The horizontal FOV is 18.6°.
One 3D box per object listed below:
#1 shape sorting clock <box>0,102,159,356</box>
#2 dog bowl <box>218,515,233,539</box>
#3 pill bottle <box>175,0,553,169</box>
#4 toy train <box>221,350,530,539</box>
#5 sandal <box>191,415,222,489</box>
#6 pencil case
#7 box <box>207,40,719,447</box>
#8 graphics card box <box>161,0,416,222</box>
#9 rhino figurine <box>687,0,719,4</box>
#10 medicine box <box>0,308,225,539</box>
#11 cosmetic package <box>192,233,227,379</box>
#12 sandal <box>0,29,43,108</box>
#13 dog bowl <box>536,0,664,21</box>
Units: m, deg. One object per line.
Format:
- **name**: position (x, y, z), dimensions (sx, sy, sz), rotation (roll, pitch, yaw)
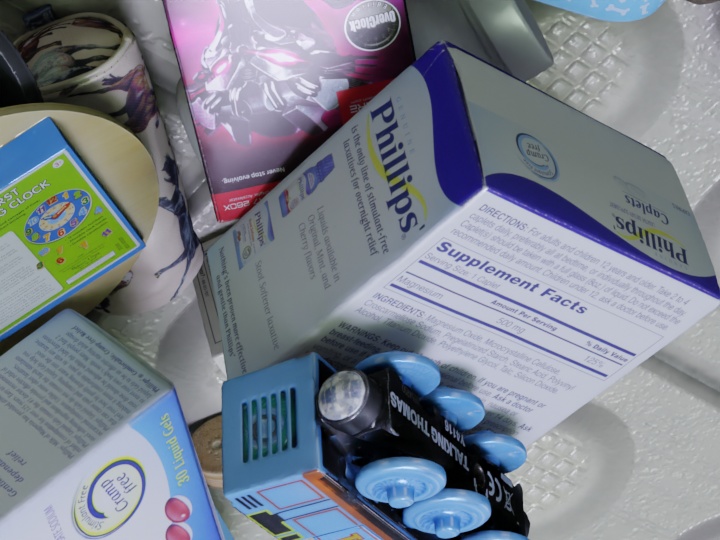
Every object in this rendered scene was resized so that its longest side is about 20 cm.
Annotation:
- **shape sorting clock**: position (-0.205, -0.017, 1.222), dimensions (0.200, 0.039, 0.200), rotation (-24, 149, -16)
- **dog bowl**: position (-0.139, 0.191, 1.495), dimensions (0.111, 0.050, 0.200), rotation (-12, 120, 29)
- **pill bottle**: position (0.004, -0.111, 1.273), dimensions (0.200, 0.116, 0.116), rotation (-30, 132, 11)
- **toy train**: position (0.013, 0.109, 1.155), dimensions (0.114, 0.087, 0.200), rotation (-16, 147, 23)
- **sandal**: position (-0.019, 0.088, 1.471), dimensions (0.212, 0.078, 0.070), rotation (-16, 139, 6)
- **pencil case**: position (-0.153, -0.059, 1.301), dimensions (0.089, 0.078, 0.200), rotation (-2, 135, 13)
- **box**: position (0.052, 0.002, 1.178), dimensions (0.184, 0.105, 0.200), rotation (23, 131, -38)
- **graphics card box**: position (-0.037, -0.128, 1.156), dimensions (0.125, 0.051, 0.200), rotation (-12, 123, -1)
- **rhino figurine**: position (0.251, -0.223, 1.279), dimensions (0.200, 0.060, 0.087), rotation (-31, 149, 11)
- **medicine box**: position (-0.192, 0.159, 1.271), dimensions (0.200, 0.103, 0.182), rotation (-39, 141, -25)
- **cosmetic package**: position (0.000, 0.000, 1.380), dimensions (0.200, 0.105, 0.071), rotation (-24, 135, 7)
- **sandal**: position (-0.212, -0.070, 1.227), dimensions (0.048, 0.075, 0.200), rotation (-49, 158, -30)
- **dog bowl**: position (0.091, -0.196, 1.209), dimensions (0.200, 0.112, 0.050), rotation (16, 132, -10)
